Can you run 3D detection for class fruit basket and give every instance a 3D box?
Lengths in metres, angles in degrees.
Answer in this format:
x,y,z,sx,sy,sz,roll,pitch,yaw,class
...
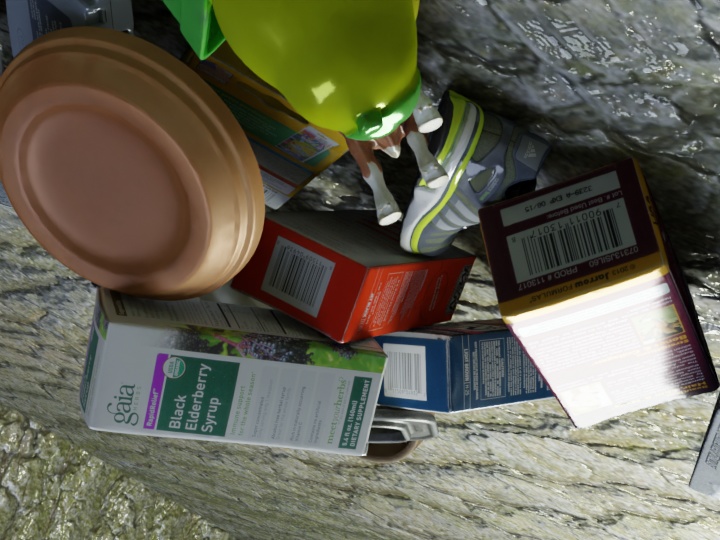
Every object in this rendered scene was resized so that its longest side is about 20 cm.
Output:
x,y,z,sx,sy,sz,roll,pitch,yaw,class
-0.027,-0.166,0.657,0.215,0.156,0.216,36,162,13,fruit basket

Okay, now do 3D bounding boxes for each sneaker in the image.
x,y,z,sx,sy,sz,roll,pitch,yaw,class
0.076,-0.052,0.983,0.081,0.074,0.200,18,164,1,sneaker

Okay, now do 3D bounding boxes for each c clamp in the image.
x,y,z,sx,sy,sz,roll,pitch,yaw,class
-0.019,0.131,1.172,0.170,0.027,0.200,3,167,-1,c clamp

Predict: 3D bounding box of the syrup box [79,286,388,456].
x,y,z,sx,sy,sz,roll,pitch,yaw,class
-0.091,0.071,1.002,0.199,0.079,0.081,8,-165,-19,syrup box

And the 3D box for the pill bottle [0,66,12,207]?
x,y,z,sx,sy,sz,roll,pitch,yaw,class
-0.262,-0.111,1.164,0.119,0.120,0.200,35,158,-30,pill bottle

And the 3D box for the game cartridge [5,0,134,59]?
x,y,z,sx,sy,sz,roll,pitch,yaw,class
-0.195,-0.131,0.976,0.133,0.041,0.201,43,145,41,game cartridge

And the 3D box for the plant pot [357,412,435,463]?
x,y,z,sx,sy,sz,roll,pitch,yaw,class
0.004,0.068,1.303,0.200,0.093,0.202,30,140,30,plant pot

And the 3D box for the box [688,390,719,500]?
x,y,z,sx,sy,sz,roll,pitch,yaw,class
0.304,0.088,0.973,0.114,0.133,0.200,19,161,15,box

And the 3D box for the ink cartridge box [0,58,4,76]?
x,y,z,sx,sy,sz,roll,pitch,yaw,class
-0.382,-0.181,1.111,0.200,0.086,0.148,2,128,53,ink cartridge box

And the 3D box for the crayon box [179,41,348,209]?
x,y,z,sx,sy,sz,roll,pitch,yaw,class
-0.076,-0.115,1.025,0.125,0.052,0.200,29,162,-13,crayon box

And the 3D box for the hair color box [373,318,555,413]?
x,y,z,sx,sy,sz,roll,pitch,yaw,class
0.109,0.071,1.138,0.199,0.061,0.100,-3,-177,-40,hair color box

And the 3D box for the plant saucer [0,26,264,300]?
x,y,z,sx,sy,sz,roll,pitch,yaw,class
-0.158,-0.059,0.924,0.199,0.038,0.201,14,130,18,plant saucer

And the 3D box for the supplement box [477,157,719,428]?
x,y,z,sx,sy,sz,roll,pitch,yaw,class
0.166,0.022,0.974,0.110,0.086,0.200,-18,147,14,supplement box

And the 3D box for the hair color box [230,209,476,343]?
x,y,z,sx,sy,sz,roll,pitch,yaw,class
0.000,0.000,1.071,0.101,0.062,0.200,26,-166,23,hair color box

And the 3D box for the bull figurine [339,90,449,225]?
x,y,z,sx,sy,sz,roll,pitch,yaw,class
0.008,-0.106,0.838,0.065,0.122,0.200,-24,155,4,bull figurine

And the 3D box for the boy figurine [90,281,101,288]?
x,y,z,sx,sy,sz,roll,pitch,yaw,class
-0.133,0.046,1.125,0.200,0.065,0.124,45,171,-32,boy figurine

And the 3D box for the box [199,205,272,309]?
x,y,z,sx,sy,sz,roll,pitch,yaw,class
-0.092,0.011,1.221,0.082,0.068,0.201,-19,105,55,box
